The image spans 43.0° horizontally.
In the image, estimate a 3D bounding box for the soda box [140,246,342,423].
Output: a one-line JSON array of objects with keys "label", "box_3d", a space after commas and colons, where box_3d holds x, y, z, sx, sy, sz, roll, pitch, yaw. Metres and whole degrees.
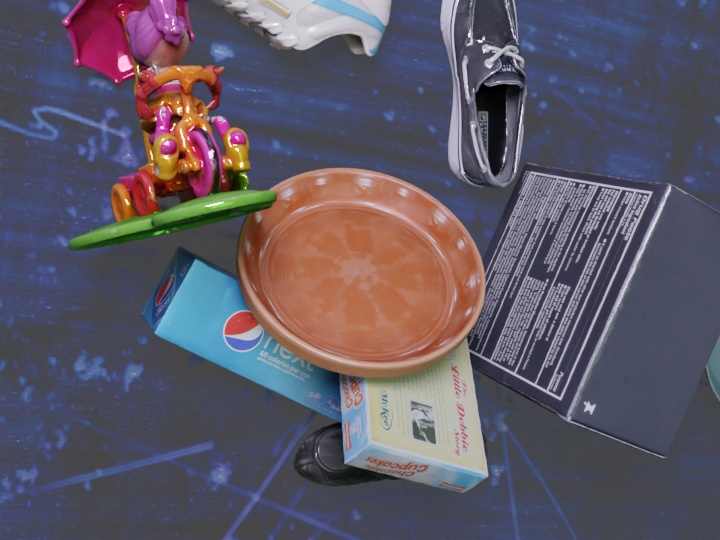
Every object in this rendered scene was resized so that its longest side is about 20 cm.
[{"label": "soda box", "box_3d": [-0.074, 0.058, 0.759, 0.200, 0.064, 0.068, 30, 88, -26]}]

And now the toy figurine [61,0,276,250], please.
[{"label": "toy figurine", "box_3d": [-0.143, -0.121, 0.640, 0.150, 0.200, 0.185, -14, 94, -29]}]

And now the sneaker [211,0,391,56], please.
[{"label": "sneaker", "box_3d": [-0.067, -0.212, 0.702, 0.199, 0.076, 0.081, 2, 102, -22]}]

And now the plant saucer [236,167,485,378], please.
[{"label": "plant saucer", "box_3d": [0.000, 0.000, 0.730, 0.199, 0.201, 0.032, -8, 145, -22]}]

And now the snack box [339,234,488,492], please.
[{"label": "snack box", "box_3d": [0.038, 0.073, 0.751, 0.116, 0.201, 0.037, 20, 136, -28]}]

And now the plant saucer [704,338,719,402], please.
[{"label": "plant saucer", "box_3d": [0.442, 0.064, 1.000, 0.199, 0.036, 0.201, -5, 103, -22]}]

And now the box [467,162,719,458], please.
[{"label": "box", "box_3d": [0.202, 0.027, 0.799, 0.123, 0.198, 0.201, 23, 92, -25]}]

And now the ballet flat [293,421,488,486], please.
[{"label": "ballet flat", "box_3d": [0.032, 0.163, 0.844, 0.199, 0.057, 0.067, 5, 71, -29]}]

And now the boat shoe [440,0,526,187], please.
[{"label": "boat shoe", "box_3d": [0.113, -0.171, 0.791, 0.071, 0.068, 0.201, -3, 102, -23]}]
